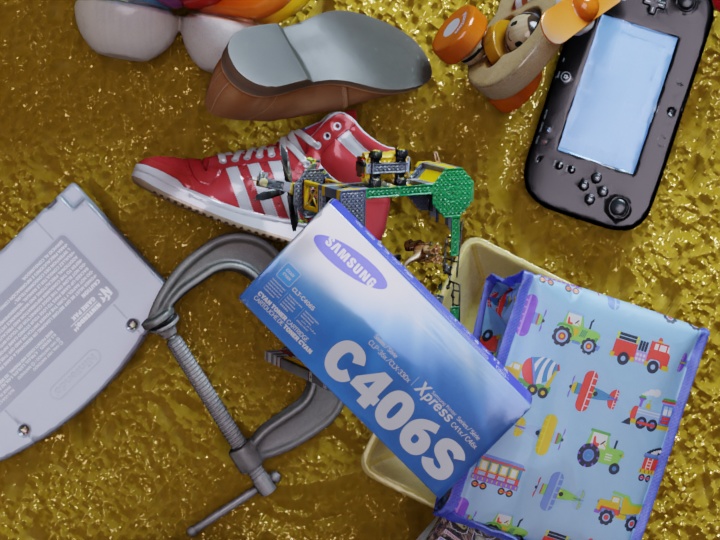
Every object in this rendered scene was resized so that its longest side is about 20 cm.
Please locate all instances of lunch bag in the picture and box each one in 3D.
[{"bbox_3d":[0.147,0.118,1.599,0.149,0.094,0.202,18,83,-13],"label":"lunch bag"}]

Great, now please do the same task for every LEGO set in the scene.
[{"bbox_3d":[0.000,0.000,1.633,0.153,0.116,0.202,-13,107,-28],"label":"LEGO set"}]

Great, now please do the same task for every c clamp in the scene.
[{"bbox_3d":[-0.099,0.081,1.691,0.170,0.027,0.201,-27,101,-6],"label":"c clamp"}]

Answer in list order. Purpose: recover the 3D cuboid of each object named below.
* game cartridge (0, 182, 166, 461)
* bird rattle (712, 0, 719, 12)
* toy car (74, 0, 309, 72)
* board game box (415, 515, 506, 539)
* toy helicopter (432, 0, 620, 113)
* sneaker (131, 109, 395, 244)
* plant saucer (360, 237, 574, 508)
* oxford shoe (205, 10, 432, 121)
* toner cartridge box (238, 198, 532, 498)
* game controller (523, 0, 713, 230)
[{"bbox_3d":[-0.249,0.048,1.705,0.200,0.040,0.133,-43,86,1],"label":"game cartridge"},{"bbox_3d":[0.362,-0.222,1.661,0.200,0.113,0.163,-43,117,-6],"label":"bird rattle"},{"bbox_3d":[-0.129,-0.242,1.646,0.198,0.150,0.177,10,91,1],"label":"toy car"},{"bbox_3d":[0.034,0.291,1.594,0.097,0.200,0.160,37,131,0],"label":"board game box"},{"bbox_3d":[0.151,-0.214,1.659,0.079,0.132,0.201,39,77,-21],"label":"toy helicopter"},{"bbox_3d":[-0.068,-0.084,1.685,0.198,0.071,0.114,16,94,-7],"label":"sneaker"},{"bbox_3d":[0.127,0.105,1.694,0.199,0.048,0.201,26,90,0],"label":"plant saucer"},{"bbox_3d":[-0.034,-0.148,1.662,0.199,0.071,0.072,-6,62,-37],"label":"oxford shoe"},{"bbox_3d":[0.018,0.054,1.535,0.200,0.043,0.095,44,98,-1],"label":"toner cartridge box"},{"bbox_3d":[0.198,-0.135,1.697,0.103,0.042,0.202,18,90,0],"label":"game controller"}]
